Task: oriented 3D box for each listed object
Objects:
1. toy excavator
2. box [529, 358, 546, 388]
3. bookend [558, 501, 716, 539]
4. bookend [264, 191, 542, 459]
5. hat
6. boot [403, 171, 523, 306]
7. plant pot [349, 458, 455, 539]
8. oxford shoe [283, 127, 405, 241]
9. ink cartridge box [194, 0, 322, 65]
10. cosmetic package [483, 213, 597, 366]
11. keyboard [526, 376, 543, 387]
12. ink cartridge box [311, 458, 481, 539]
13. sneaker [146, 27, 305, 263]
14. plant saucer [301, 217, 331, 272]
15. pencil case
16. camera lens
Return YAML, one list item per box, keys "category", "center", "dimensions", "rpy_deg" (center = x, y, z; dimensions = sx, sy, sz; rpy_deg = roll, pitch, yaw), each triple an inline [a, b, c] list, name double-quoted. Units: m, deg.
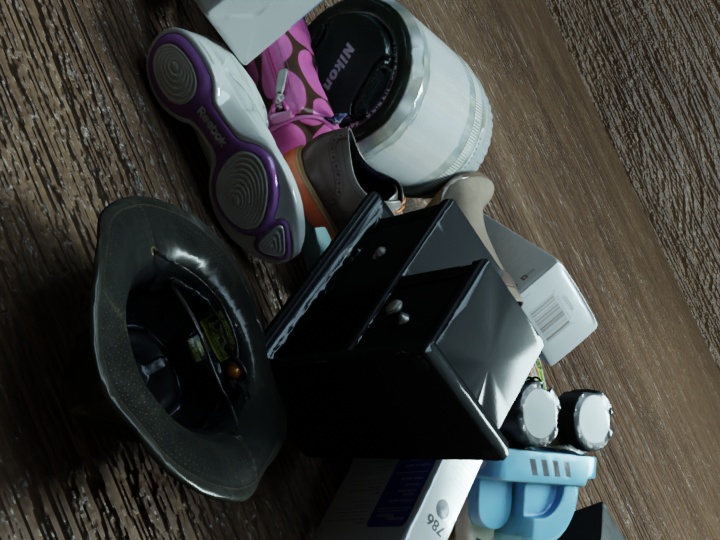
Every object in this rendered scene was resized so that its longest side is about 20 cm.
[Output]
- category: "toy excavator"
  center: [0.096, 0.185, 0.766]
  dimensions: [0.192, 0.099, 0.205]
  rpy_deg: [11, 78, -36]
- category: "box"
  center: [0.186, 0.170, 1.157]
  dimensions: [0.110, 0.034, 0.203]
  rpy_deg: [38, 35, -44]
- category: "bookend"
  center: [0.274, 0.308, 1.000]
  dimensions: [0.202, 0.197, 0.092]
  rpy_deg: [56, 27, -14]
- category: "bookend"
  center: [0.045, 0.026, 0.716]
  dimensions: [0.093, 0.198, 0.200]
  rpy_deg: [51, 55, -22]
- category: "hat"
  center: [-0.123, 0.053, 0.594]
  dimensions: [0.202, 0.080, 0.202]
  rpy_deg: [57, 20, -33]
- category: "boot"
  center: [0.110, -0.017, 1.010]
  dimensions: [0.198, 0.071, 0.147]
  rpy_deg: [-21, 65, -43]
- category: "plant pot"
  center: [0.073, 0.194, 0.814]
  dimensions: [0.197, 0.027, 0.204]
  rpy_deg: [14, 68, -37]
- category: "oxford shoe"
  center: [0.015, -0.032, 0.875]
  dimensions: [0.201, 0.072, 0.072]
  rpy_deg: [52, 26, -27]
- category: "ink cartridge box"
  center: [-0.107, -0.282, 0.863]
  dimensions: [0.201, 0.114, 0.068]
  rpy_deg: [56, 5, 37]
- category: "cosmetic package"
  center: [0.167, 0.014, 1.121]
  dimensions: [0.102, 0.074, 0.200]
  rpy_deg: [54, -3, -27]
- category: "keyboard"
  center: [0.162, 0.129, 1.023]
  dimensions: [0.104, 0.039, 0.204]
  rpy_deg: [40, 38, -59]
- category: "ink cartridge box"
  center: [0.035, 0.142, 0.715]
  dimensions: [0.039, 0.099, 0.201]
  rpy_deg: [49, 52, -21]
- category: "sneaker"
  center: [-0.091, -0.105, 0.817]
  dimensions: [0.203, 0.074, 0.099]
  rpy_deg: [63, 25, 0]
- category: "plant saucer"
  center: [0.000, 0.000, 0.947]
  dimensions: [0.200, 0.036, 0.202]
  rpy_deg: [45, 31, -36]
- category: "pencil case"
  center: [-0.077, -0.196, 0.920]
  dimensions: [0.094, 0.090, 0.203]
  rpy_deg: [37, 31, -61]
- category: "camera lens"
  center: [0.030, -0.168, 1.023]
  dimensions: [0.199, 0.158, 0.163]
  rpy_deg: [22, 47, -56]
